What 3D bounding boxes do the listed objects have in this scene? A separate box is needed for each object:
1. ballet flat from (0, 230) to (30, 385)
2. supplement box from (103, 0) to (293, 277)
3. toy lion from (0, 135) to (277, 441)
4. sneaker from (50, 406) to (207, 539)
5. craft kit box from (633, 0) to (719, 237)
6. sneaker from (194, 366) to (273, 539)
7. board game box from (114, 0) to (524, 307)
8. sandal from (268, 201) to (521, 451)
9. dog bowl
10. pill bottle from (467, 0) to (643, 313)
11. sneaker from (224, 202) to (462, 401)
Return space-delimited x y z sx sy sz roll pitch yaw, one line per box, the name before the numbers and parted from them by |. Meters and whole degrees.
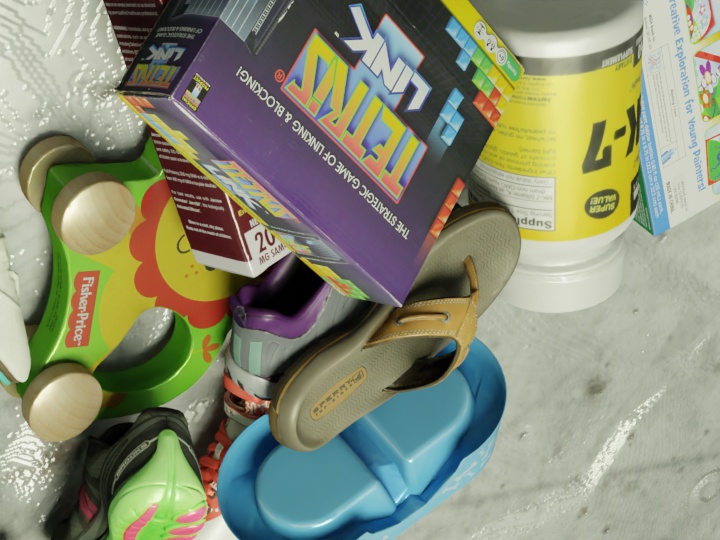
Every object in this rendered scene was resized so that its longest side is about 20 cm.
ballet flat | -0.236 -0.020 0.813 0.069 0.069 0.200 -41 116 -2
supplement box | -0.067 -0.112 0.826 0.109 0.061 0.201 -34 119 -32
toy lion | -0.115 -0.004 0.909 0.190 0.069 0.201 -4 119 -36
sneaker | -0.143 0.142 0.928 0.076 0.084 0.200 12 150 -26
craft kit box | 0.260 -0.153 1.038 0.196 0.049 0.201 -26 127 -11
sneaker | -0.081 0.115 0.988 0.201 0.067 0.108 -37 128 -10
board game box | -0.013 -0.103 0.798 0.200 0.056 0.166 41 69 -40
sandal | 0.030 0.042 0.904 0.200 0.054 0.082 -40 134 -15
dog bowl | 0.005 0.117 0.938 0.199 0.111 0.050 -35 144 -15
pill bottle | 0.124 -0.082 0.957 0.113 0.114 0.201 -18 125 -19
sneaker | 0.000 0.000 0.930 0.200 0.074 0.088 -37 150 -27
